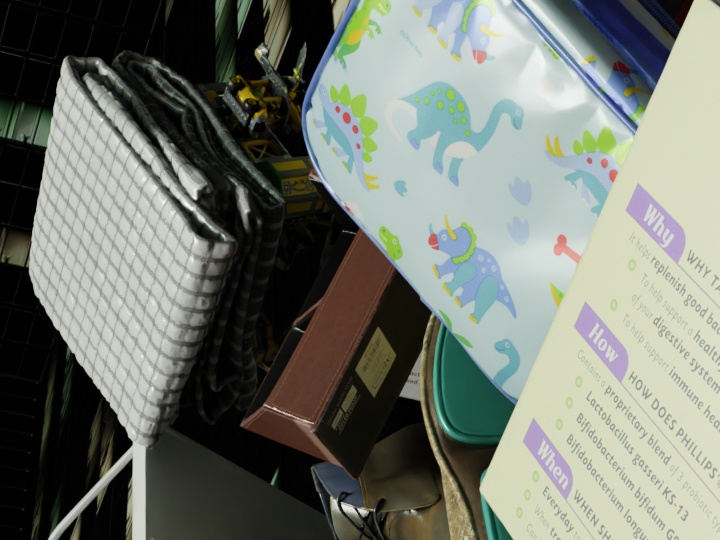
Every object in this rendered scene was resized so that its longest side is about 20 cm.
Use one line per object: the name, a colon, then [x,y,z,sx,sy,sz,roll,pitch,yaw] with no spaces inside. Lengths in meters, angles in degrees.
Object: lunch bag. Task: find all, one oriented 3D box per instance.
lunch bag: [0.076,-0.047,0.678,0.200,0.082,0.161,50,139,17]

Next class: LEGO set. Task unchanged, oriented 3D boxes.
LEGO set: [-0.053,-0.037,1.079,0.154,0.116,0.200,46,132,39]

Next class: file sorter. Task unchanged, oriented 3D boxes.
file sorter: [-0.087,0.214,1.011,0.125,0.200,0.139,-46,28,21]

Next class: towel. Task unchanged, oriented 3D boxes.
towel: [-0.123,-0.018,1.010,0.200,0.086,0.166,47,131,39]

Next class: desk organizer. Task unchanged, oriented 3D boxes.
desk organizer: [0.000,0.000,0.890,0.200,0.077,0.072,-63,-28,-17]

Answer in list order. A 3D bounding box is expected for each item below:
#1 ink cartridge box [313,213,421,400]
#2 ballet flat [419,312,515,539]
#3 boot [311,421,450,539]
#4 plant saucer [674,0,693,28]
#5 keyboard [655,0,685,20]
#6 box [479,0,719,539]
ink cartridge box: [0.037,-0.033,1.043,0.145,0.084,0.200,-135,59,-73]
ballet flat: [0.059,0.092,0.729,0.065,0.070,0.200,104,167,-47]
boot: [0.030,0.145,0.874,0.200,0.097,0.075,-105,0,-68]
plant saucer: [0.107,-0.099,0.784,0.200,0.037,0.200,-48,31,49]
keyboard: [0.104,-0.151,0.752,0.127,0.021,0.200,-64,20,21]
box: [0.145,0.046,0.504,0.176,0.097,0.200,55,133,49]
